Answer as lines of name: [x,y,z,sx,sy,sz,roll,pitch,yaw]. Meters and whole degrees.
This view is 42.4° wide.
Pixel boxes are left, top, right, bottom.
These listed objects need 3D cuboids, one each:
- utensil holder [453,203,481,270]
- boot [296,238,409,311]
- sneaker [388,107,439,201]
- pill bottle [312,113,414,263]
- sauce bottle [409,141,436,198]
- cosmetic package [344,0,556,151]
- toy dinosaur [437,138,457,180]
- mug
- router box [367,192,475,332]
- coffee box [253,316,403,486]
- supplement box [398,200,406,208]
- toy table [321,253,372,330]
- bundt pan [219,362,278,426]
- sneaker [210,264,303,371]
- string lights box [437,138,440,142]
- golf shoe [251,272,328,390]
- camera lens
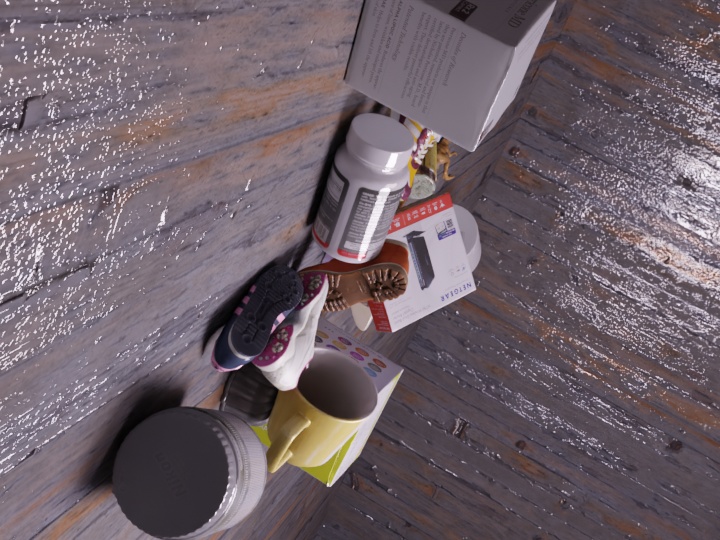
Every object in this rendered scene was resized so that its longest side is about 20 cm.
utensil holder: [0.232,-0.075,2.447,0.171,0.169,0.200,-60,167,-6]
boot: [-0.015,0.002,1.465,0.108,0.198,0.076,-74,152,-50]
sneaker: [0.089,-0.207,1.429,0.075,0.089,0.202,7,86,-78]
pill bottle: [0.006,-0.120,1.367,0.114,0.113,0.201,-48,164,-51]
sauce bottle: [0.097,-0.209,1.546,0.065,0.064,0.201,107,-8,-49]
cosmetic package: [0.115,-0.295,1.199,0.165,0.199,0.166,-51,166,-44]
toy dinosaur: [0.167,-0.241,2.041,0.200,0.060,0.107,-58,146,-48]
mug: [-0.086,0.222,1.420,0.185,0.150,0.154,1,134,-38]
router box: [0.090,-0.016,1.579,0.199,0.181,0.049,-25,-167,-32]
coffee box: [-0.068,0.234,1.703,0.201,0.199,0.198,-63,169,15]
supplement box: [0.035,-0.137,1.600,0.067,0.068,0.200,-59,171,1]
toy table: [0.000,0.000,1.652,0.184,0.116,0.201,-46,163,-54]
bundt pan: [-0.143,0.167,1.512,0.203,0.075,0.202,-58,170,-16]
sneaker: [-0.149,0.064,1.295,0.082,0.070,0.200,-37,-170,37]
string lights box: [0.171,-0.350,1.713,0.201,0.059,0.103,-59,171,-13]
golf shoe: [-0.096,0.088,1.365,0.201,0.075,0.092,-60,138,-40]
camera lens: [-0.211,0.255,1.178,0.161,0.159,0.200,-60,170,-6]
